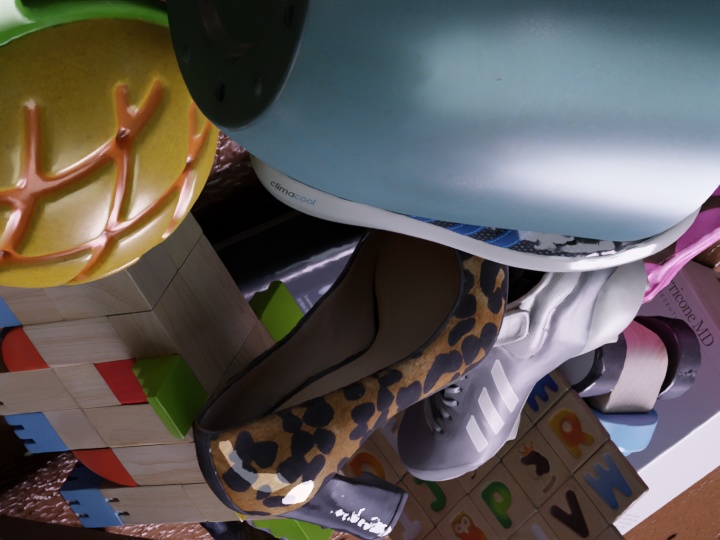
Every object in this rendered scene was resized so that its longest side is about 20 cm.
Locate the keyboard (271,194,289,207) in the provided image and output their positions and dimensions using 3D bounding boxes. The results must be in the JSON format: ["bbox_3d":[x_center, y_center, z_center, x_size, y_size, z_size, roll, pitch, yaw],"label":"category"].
[{"bbox_3d":[0.020,-0.061,1.058,0.127,0.021,0.200,-41,151,29],"label":"keyboard"}]

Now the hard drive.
[{"bbox_3d":[0.000,0.000,1.100,0.200,0.033,0.140,-23,158,2],"label":"hard drive"}]

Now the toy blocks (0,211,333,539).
[{"bbox_3d":[-0.108,0.044,1.003,0.136,0.100,0.200,-7,128,35],"label":"toy blocks"}]

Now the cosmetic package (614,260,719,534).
[{"bbox_3d":[0.155,0.093,1.383,0.200,0.108,0.085,-41,152,19],"label":"cosmetic package"}]

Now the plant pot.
[{"bbox_3d":[0.026,-0.110,0.792,0.161,0.201,0.201,-1,144,-27],"label":"plant pot"}]

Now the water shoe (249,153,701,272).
[{"bbox_3d":[0.054,-0.050,0.943,0.199,0.072,0.079,5,146,-9],"label":"water shoe"}]

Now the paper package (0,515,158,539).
[{"bbox_3d":[-0.124,0.217,1.133,0.190,0.200,0.104,11,106,-7],"label":"paper package"}]

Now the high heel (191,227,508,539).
[{"bbox_3d":[-0.002,0.013,0.956,0.142,0.071,0.201,26,79,-56],"label":"high heel"}]

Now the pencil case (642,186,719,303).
[{"bbox_3d":[0.196,-0.059,1.164,0.200,0.094,0.091,-34,154,12],"label":"pencil case"}]

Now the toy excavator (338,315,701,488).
[{"bbox_3d":[0.067,0.088,1.274,0.100,0.194,0.200,5,110,-50],"label":"toy excavator"}]

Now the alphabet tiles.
[{"bbox_3d":[0.068,0.112,1.223,0.006,0.200,0.166,-18,156,-47],"label":"alphabet tiles"}]

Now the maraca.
[{"bbox_3d":[-0.127,-0.055,0.819,0.137,0.107,0.200,-45,151,14],"label":"maraca"}]

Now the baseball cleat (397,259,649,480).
[{"bbox_3d":[0.054,0.038,1.130,0.106,0.070,0.200,12,137,-32],"label":"baseball cleat"}]

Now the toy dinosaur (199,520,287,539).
[{"bbox_3d":[-0.060,0.134,1.195,0.105,0.201,0.182,-3,161,7],"label":"toy dinosaur"}]
